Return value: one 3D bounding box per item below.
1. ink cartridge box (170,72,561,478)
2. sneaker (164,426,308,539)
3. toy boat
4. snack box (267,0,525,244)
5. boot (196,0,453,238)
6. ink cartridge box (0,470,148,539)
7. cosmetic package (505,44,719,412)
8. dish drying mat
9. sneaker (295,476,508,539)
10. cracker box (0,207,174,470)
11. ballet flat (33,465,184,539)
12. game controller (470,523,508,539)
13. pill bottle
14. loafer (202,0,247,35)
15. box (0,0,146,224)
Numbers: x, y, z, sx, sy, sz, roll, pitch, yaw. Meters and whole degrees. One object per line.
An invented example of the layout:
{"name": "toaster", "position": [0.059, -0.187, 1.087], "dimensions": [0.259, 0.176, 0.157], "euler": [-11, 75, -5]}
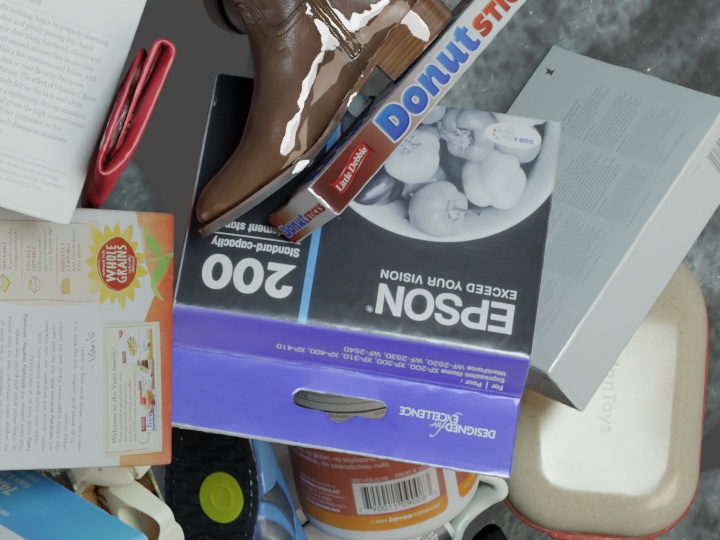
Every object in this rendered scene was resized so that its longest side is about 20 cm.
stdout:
{"name": "ink cartridge box", "position": [0.000, 0.000, 1.552], "dimensions": [0.043, 0.197, 0.201], "euler": [95, 3, -67]}
{"name": "sneaker", "position": [-0.060, 0.160, 1.675], "dimensions": [0.078, 0.066, 0.201], "euler": [-20, 99, -59]}
{"name": "toy boat", "position": [0.148, 0.074, 1.818], "dimensions": [0.130, 0.131, 0.201], "euler": [7, 81, -5]}
{"name": "snack box", "position": [0.029, -0.097, 1.533], "dimensions": [0.024, 0.072, 0.200], "euler": [43, 67, -7]}
{"name": "boot", "position": [-0.079, -0.145, 1.510], "dimensions": [0.200, 0.064, 0.186], "euler": [45, 82, -6]}
{"name": "ink cartridge box", "position": [-0.217, 0.220, 1.502], "dimensions": [0.200, 0.146, 0.147], "euler": [-30, 125, -32]}
{"name": "cosmetic package", "position": [0.124, -0.029, 1.724], "dimensions": [0.200, 0.150, 0.052], "euler": [-55, 136, -12]}
{"name": "dish drying mat", "position": [-0.123, -0.072, 1.465], "dimensions": [0.018, 0.200, 0.077], "euler": [21, 84, -7]}
{"name": "sneaker", "position": [0.001, 0.176, 1.740], "dimensions": [0.200, 0.080, 0.077], "euler": [-47, 134, -17]}
{"name": "cracker box", "position": [-0.184, 0.033, 1.460], "dimensions": [0.199, 0.057, 0.135], "euler": [3, 88, -48]}
{"name": "ballet flat", "position": [-0.135, 0.119, 1.593], "dimensions": [0.069, 0.071, 0.201], "euler": [-44, 131, -30]}
{"name": "game controller", "position": [0.060, 0.230, 1.796], "dimensions": [0.105, 0.042, 0.200], "euler": [-60, 165, -23]}
{"name": "pill bottle", "position": [0.003, 0.048, 1.667], "dimensions": [0.112, 0.112, 0.201], "euler": [-29, 124, -32]}
{"name": "loafer", "position": [-0.009, -0.210, 1.590], "dimensions": [0.200, 0.063, 0.072], "euler": [-56, 135, -11]}
{"name": "box", "position": [-0.179, -0.141, 1.410], "dimensions": [0.097, 0.124, 0.201], "euler": [17, 93, -43]}
